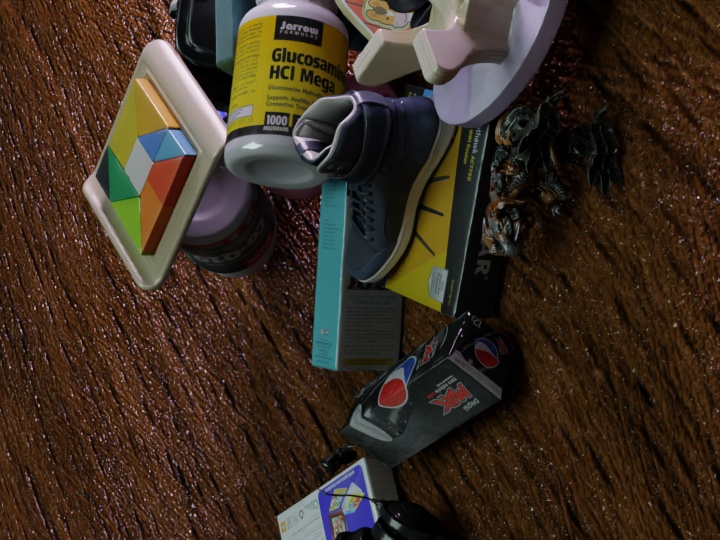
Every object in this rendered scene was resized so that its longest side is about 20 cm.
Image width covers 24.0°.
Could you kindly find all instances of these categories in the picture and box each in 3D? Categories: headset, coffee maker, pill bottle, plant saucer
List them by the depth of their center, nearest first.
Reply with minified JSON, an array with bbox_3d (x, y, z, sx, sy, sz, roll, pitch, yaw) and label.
[{"bbox_3d":[0.025,0.264,1.649,0.123,0.094,0.201,-36,86,18],"label":"headset"},{"bbox_3d":[-0.070,-0.191,1.662,0.112,0.112,0.202,-19,61,55],"label":"pill bottle"},{"bbox_3d":[-0.127,-0.295,1.720,0.019,0.070,0.202,-7,78,20],"label":"plant saucer"},{"bbox_3d":[-0.131,-0.241,1.850,0.200,0.133,0.194,108,147,-86],"label":"coffee maker"},{"bbox_3d":[-0.156,-0.061,1.872,0.200,0.113,0.115,58,-156,-74],"label":"pill bottle"}]

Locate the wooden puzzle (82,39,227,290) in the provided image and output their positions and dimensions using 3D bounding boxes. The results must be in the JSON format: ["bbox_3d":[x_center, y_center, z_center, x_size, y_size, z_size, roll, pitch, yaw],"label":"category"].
[{"bbox_3d":[-0.220,-0.111,1.756,0.185,0.037,0.201,54,125,37],"label":"wooden puzzle"}]

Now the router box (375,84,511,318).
[{"bbox_3d":[0.084,-0.068,1.627,0.149,0.051,0.202,22,106,56],"label":"router box"}]

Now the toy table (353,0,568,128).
[{"bbox_3d":[0.085,-0.218,1.474,0.201,0.116,0.184,-61,35,28],"label":"toy table"}]

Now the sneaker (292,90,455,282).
[{"bbox_3d":[-0.010,-0.079,1.593,0.077,0.145,0.204,48,127,42],"label":"sneaker"}]

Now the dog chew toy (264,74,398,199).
[{"bbox_3d":[-0.034,-0.149,1.766,0.199,0.124,0.126,-18,73,47],"label":"dog chew toy"}]

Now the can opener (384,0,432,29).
[{"bbox_3d":[0.087,-0.312,1.548,0.201,0.078,0.064,-57,35,25],"label":"can opener"}]

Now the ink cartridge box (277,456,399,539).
[{"bbox_3d":[-0.011,0.321,1.768,0.198,0.043,0.202,-40,55,50],"label":"ink cartridge box"}]

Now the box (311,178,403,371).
[{"bbox_3d":[0.000,0.000,1.728,0.049,0.082,0.202,7,94,54],"label":"box"}]

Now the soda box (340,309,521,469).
[{"bbox_3d":[0.064,0.117,1.615,0.200,0.071,0.064,-40,17,49],"label":"soda box"}]

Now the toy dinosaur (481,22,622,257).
[{"bbox_3d":[0.151,-0.113,1.489,0.136,0.101,0.202,-167,70,-67],"label":"toy dinosaur"}]

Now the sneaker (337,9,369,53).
[{"bbox_3d":[0.025,-0.266,1.704,0.199,0.079,0.072,-24,66,54],"label":"sneaker"}]

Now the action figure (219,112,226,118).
[{"bbox_3d":[-0.199,-0.187,2.046,0.065,0.098,0.201,-53,44,40],"label":"action figure"}]

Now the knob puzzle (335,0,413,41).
[{"bbox_3d":[0.044,-0.301,1.611,0.217,0.030,0.222,4,103,18],"label":"knob puzzle"}]
